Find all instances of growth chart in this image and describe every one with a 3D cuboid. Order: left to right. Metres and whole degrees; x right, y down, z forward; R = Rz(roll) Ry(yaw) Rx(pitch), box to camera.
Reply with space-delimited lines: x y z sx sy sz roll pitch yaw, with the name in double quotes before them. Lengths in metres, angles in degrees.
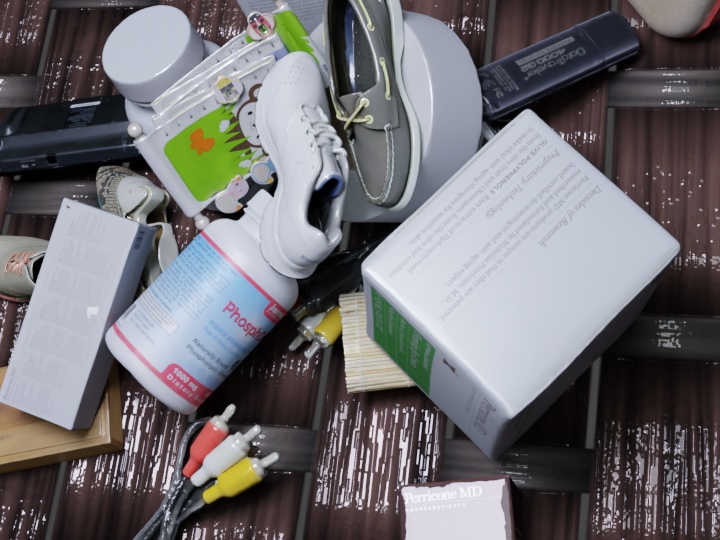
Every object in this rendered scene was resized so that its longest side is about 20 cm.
"growth chart" -0.108 -0.139 1.136 0.200 0.145 0.018 -42 33 2

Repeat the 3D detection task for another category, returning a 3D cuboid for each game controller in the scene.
"game controller" -0.293 -0.145 1.322 0.199 0.042 0.104 -5 36 12

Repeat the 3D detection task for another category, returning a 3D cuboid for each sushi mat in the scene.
"sushi mat" 0.082 0.055 1.154 0.199 0.012 0.096 -7 68 -1

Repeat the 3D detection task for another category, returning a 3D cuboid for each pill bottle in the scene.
"pill bottle" -0.159 -0.154 1.203 0.114 0.200 0.115 -10 57 17
"pill bottle" -0.129 0.026 1.152 0.200 0.109 0.109 -47 66 -2

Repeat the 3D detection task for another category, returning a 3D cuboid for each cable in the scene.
"cable" -0.168 0.208 1.153 0.200 0.050 0.097 -44 61 -5
"cable" 0.000 0.000 1.214 0.200 0.050 0.097 -34 48 -13

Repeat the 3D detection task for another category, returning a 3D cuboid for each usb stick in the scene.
"usb stick" 0.181 -0.194 1.193 0.200 0.033 0.056 -27 70 -24

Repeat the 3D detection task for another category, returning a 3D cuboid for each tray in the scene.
"tray" -0.335 0.143 1.236 0.199 0.037 0.099 -12 68 9

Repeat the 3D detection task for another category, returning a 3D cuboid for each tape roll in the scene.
"tape roll" 0.017 -0.145 1.179 0.202 0.071 0.203 1 92 47

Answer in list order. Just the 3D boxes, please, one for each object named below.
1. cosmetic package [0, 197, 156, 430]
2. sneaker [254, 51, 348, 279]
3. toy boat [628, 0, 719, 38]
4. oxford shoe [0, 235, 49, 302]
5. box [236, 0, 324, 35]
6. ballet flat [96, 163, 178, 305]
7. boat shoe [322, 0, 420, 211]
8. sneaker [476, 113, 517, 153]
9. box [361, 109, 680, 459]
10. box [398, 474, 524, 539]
"cosmetic package" -0.265 0.041 1.182 0.082 0.051 0.201 19 91 12
"sneaker" -0.041 -0.097 1.085 0.087 0.074 0.201 -22 69 54
"toy boat" 0.312 -0.328 1.218 0.130 0.131 0.200 -18 63 -26
"oxford shoe" -0.327 -0.006 1.268 0.199 0.074 0.071 11 73 18
"box" -0.058 -0.310 1.245 0.106 0.200 0.153 -6 68 12
"ballet flat" -0.210 -0.035 1.248 0.075 0.068 0.201 -42 58 45
"boat shoe" 0.005 -0.151 1.098 0.072 0.060 0.203 -12 82 46
"sneaker" 0.090 -0.154 1.229 0.200 0.074 0.079 49 116 19
"box" 0.126 0.019 1.053 0.171 0.199 0.200 43 78 14
"box" 0.091 0.280 1.058 0.100 0.075 0.201 -8 67 11
